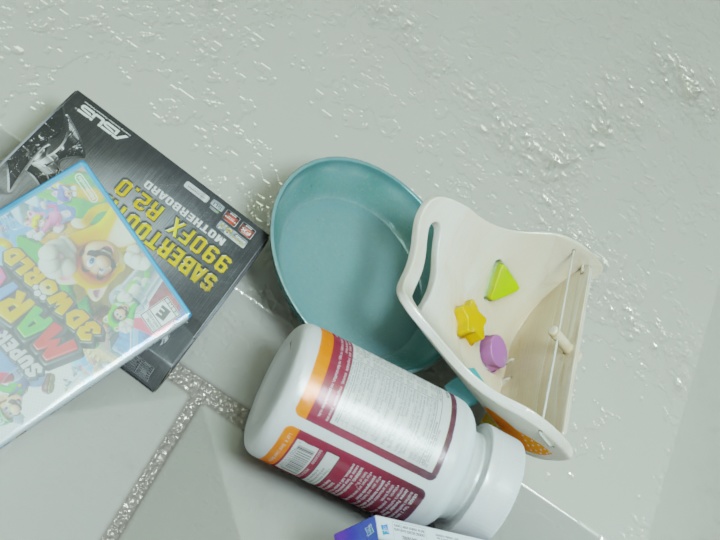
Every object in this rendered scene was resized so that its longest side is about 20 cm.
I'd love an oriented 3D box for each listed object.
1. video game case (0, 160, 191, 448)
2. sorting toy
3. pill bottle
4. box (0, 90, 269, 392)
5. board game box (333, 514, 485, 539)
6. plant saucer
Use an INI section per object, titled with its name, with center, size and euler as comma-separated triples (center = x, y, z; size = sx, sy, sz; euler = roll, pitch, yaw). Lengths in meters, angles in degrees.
[video game case]
center = -0.241, 0.030, 0.902
size = 0.199, 0.018, 0.144
euler = -35, 87, -22
[sorting toy]
center = 0.101, 0.034, 1.043
size = 0.180, 0.106, 0.201
euler = 43, 45, -27
[pill bottle]
center = 0.019, 0.130, 0.970
size = 0.199, 0.110, 0.110
euler = 27, 51, -12
[box]
center = -0.193, -0.027, 0.992
size = 0.199, 0.048, 0.159
euler = 37, 49, -3
[board game box]
center = 0.073, 0.264, 0.916
size = 0.199, 0.045, 0.136
euler = 22, 49, -41
[plant saucer]
center = 0.000, 0.000, 1.076
size = 0.198, 0.036, 0.202
euler = 19, 56, -29
